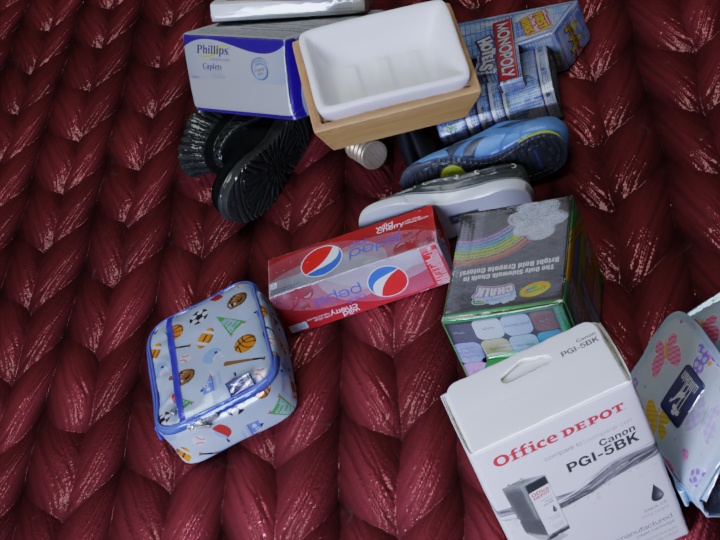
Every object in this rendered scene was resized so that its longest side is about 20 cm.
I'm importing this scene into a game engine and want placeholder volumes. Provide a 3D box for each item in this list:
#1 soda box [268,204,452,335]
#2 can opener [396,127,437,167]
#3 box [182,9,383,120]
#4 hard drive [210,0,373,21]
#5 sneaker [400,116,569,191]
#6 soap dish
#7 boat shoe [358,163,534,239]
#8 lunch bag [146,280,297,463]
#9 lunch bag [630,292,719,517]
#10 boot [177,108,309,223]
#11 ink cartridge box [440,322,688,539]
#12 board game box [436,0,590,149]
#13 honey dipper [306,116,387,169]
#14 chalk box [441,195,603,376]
[{"bbox_3d":[0.000,0.000,1.656,0.200,0.063,0.070,-18,39,11],"label":"soda box"},{"bbox_3d":[0.060,-0.168,1.828,0.078,0.063,0.200,-4,45,-14],"label":"can opener"},{"bbox_3d":[-0.093,-0.273,1.946,0.184,0.105,0.200,10,24,39],"label":"box"},{"bbox_3d":[-0.087,-0.354,1.973,0.199,0.026,0.132,-2,18,7],"label":"hard drive"},{"bbox_3d":[0.144,-0.129,1.728,0.200,0.066,0.079,-16,29,12],"label":"sneaker"},{"bbox_3d":[0.030,-0.231,1.781,0.200,0.081,0.158,-14,52,-1],"label":"soap dish"},{"bbox_3d":[0.097,-0.075,1.687,0.199,0.069,0.057,-9,42,11],"label":"boat shoe"},{"bbox_3d":[-0.156,0.110,1.614,0.160,0.076,0.200,-25,36,7],"label":"lunch bag"},{"bbox_3d":[0.337,0.103,1.282,0.200,0.127,0.170,-30,34,7],"label":"lunch bag"},{"bbox_3d":[-0.174,-0.135,1.906,0.157,0.080,0.211,5,36,26],"label":"boot"},{"bbox_3d":[0.172,0.161,1.246,0.147,0.200,0.083,-26,38,3],"label":"ink cartridge box"},{"bbox_3d":[0.185,-0.252,1.845,0.199,0.062,0.200,-17,38,14],"label":"board game box"},{"bbox_3d":[-0.027,-0.177,1.910,0.038,0.038,0.200,-35,34,-10],"label":"honey dipper"},{"bbox_3d":[0.160,0.045,1.459,0.124,0.124,0.200,-8,42,21],"label":"chalk box"}]
